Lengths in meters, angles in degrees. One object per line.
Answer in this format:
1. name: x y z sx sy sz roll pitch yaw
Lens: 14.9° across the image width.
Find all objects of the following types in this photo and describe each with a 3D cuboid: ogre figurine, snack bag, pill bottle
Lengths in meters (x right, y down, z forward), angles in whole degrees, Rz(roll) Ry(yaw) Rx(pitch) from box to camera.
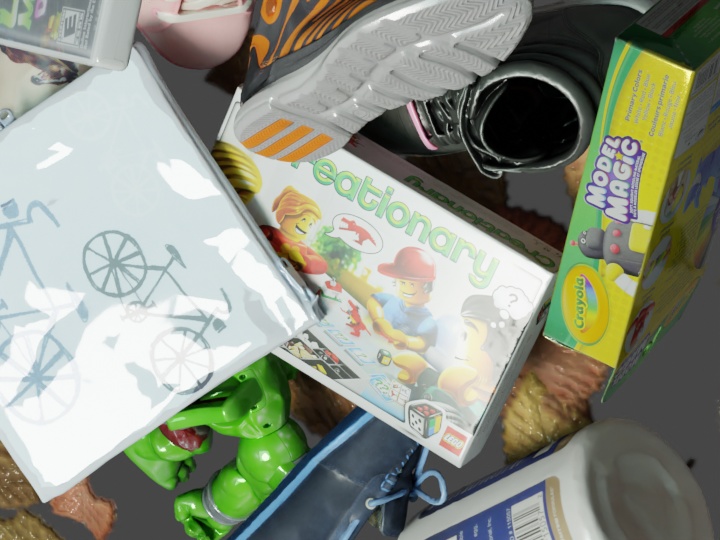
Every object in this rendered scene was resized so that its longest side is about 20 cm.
1. ogre figurine: -0.091 0.067 1.582 0.120 0.098 0.201 -4 95 42
2. snack bag: -0.146 -0.003 1.475 0.200 0.021 0.189 -34 92 15
3. pill bottle: 0.088 0.166 1.516 0.200 0.111 0.111 -31 97 39

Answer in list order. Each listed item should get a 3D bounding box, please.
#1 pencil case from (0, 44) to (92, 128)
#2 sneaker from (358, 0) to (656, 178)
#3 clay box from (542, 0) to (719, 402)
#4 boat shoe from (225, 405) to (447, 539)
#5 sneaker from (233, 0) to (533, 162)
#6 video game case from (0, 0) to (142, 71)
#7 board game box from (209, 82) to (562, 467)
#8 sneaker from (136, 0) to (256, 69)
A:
1. pencil case: -0.172 -0.075 1.526 0.078 0.089 0.201 9 99 7
2. sneaker: 0.057 -0.085 1.405 0.200 0.099 0.071 -13 110 38
3. clay box: 0.146 -0.042 1.363 0.048 0.115 0.200 25 125 19
4. boat shoe: -0.002 0.124 1.529 0.200 0.084 0.069 -45 92 1
5. sneaker: 0.005 -0.139 1.371 0.077 0.112 0.200 24 147 -37
6. video game case: -0.146 -0.210 1.404 0.182 0.023 0.201 18 97 58
7. board game box: 0.000 0.000 1.462 0.200 0.035 0.126 31 115 14
8. sneaker: -0.084 -0.170 1.423 0.105 0.075 0.201 -115 19 -48
